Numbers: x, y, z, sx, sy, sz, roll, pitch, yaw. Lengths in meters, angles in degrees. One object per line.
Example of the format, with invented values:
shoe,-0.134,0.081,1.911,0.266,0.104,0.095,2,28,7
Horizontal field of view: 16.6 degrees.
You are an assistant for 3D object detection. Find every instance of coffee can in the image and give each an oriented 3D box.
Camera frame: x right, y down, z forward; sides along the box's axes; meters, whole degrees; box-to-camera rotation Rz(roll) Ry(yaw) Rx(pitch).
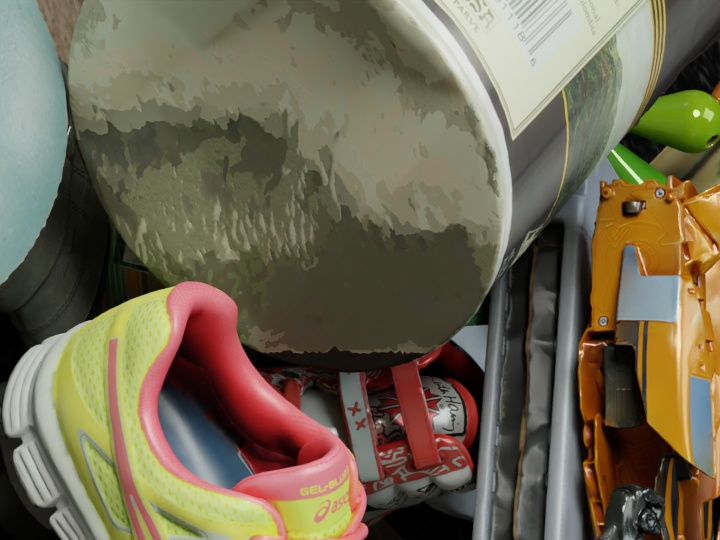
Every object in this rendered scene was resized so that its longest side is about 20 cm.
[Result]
coffee can,0.023,-0.082,0.775,0.147,0.146,0.200,59,42,-14

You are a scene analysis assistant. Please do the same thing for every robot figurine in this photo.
robot figurine,0.113,0.074,0.855,0.145,0.058,0.201,19,70,-67

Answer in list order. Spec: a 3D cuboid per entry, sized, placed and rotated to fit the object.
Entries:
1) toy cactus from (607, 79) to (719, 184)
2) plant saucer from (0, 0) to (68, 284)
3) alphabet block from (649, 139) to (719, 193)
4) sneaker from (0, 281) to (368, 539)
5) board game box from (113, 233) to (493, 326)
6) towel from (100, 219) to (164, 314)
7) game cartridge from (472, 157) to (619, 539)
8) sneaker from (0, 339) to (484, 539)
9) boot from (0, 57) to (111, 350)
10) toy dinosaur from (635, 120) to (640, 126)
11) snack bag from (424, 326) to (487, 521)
toy cactus,0.076,-0.086,1.042,0.200,0.102,0.165,-44,102,-15
plant saucer,-0.170,-0.067,0.673,0.200,0.039,0.202,14,54,-19
alphabet block,0.233,0.024,1.075,0.195,0.200,0.196,43,0,-32
sneaker,-0.027,0.091,0.726,0.200,0.090,0.078,55,40,4
board game box,0.000,0.000,0.894,0.200,0.104,0.024,1,104,-69
towel,-0.118,-0.030,0.844,0.200,0.018,0.086,28,48,-47
game cartridge,0.078,0.064,0.898,0.133,0.041,0.201,55,37,-62
sneaker,-0.032,0.052,0.836,0.201,0.108,0.067,12,61,-54
boot,-0.125,-0.005,0.760,0.131,0.068,0.201,45,46,-43
toy dinosaur,0.033,-0.091,0.952,0.136,0.200,0.102,48,10,25
snack bag,0.069,0.044,1.087,0.200,0.021,0.189,24,50,-50
